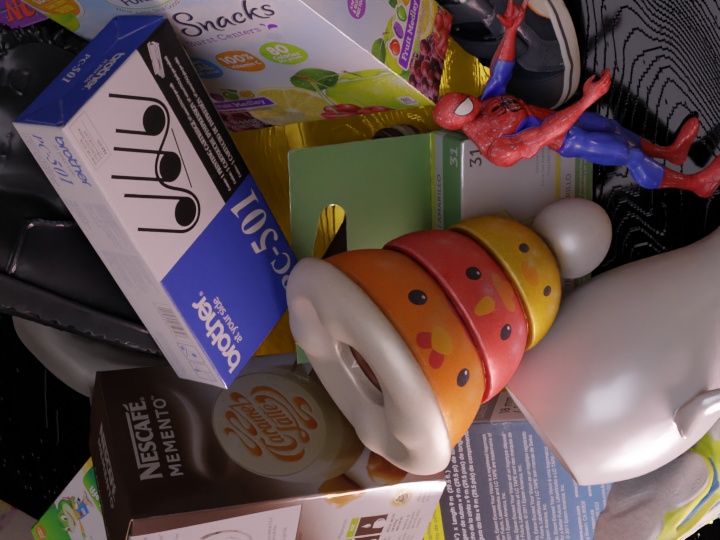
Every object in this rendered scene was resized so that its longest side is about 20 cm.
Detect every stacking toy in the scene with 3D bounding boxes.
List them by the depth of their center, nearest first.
[{"bbox_3d":[0.068,0.012,0.839,0.200,0.146,0.146,-34,101,-18],"label":"stacking toy"}]

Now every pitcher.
[{"bbox_3d":[0.200,0.053,0.858,0.200,0.172,0.121,-36,120,0],"label":"pitcher"}]

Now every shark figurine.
[{"bbox_3d":[-0.151,0.073,1.015,0.214,0.090,0.129,-8,108,17],"label":"shark figurine"}]

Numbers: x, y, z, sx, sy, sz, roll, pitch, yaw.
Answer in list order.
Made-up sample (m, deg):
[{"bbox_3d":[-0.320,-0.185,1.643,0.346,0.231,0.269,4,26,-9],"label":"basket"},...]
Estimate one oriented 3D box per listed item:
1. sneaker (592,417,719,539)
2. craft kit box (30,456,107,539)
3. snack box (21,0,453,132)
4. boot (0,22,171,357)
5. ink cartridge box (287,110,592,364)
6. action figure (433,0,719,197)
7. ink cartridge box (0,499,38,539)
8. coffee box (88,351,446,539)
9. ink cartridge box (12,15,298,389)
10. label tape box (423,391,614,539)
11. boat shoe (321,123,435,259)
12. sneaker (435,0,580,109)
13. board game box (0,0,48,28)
[{"bbox_3d":[0.239,0.140,0.924,0.105,0.076,0.200,41,79,-21],"label":"sneaker"},{"bbox_3d":[-0.132,0.211,0.986,0.198,0.048,0.200,-46,68,33],"label":"craft kit box"},{"bbox_3d":[-0.072,-0.154,0.803,0.168,0.200,0.068,-3,67,39],"label":"snack box"},{"bbox_3d":[-0.165,-0.045,0.842,0.198,0.073,0.163,21,79,-30],"label":"boot"},{"bbox_3d":[0.056,-0.018,0.899,0.199,0.048,0.146,-11,110,-27],"label":"ink cartridge box"},{"bbox_3d":[0.140,-0.104,0.848,0.199,0.065,0.099,3,124,-25],"label":"action figure"},{"bbox_3d":[-0.319,0.239,1.117,0.200,0.067,0.116,30,111,1],"label":"ink cartridge box"},{"bbox_3d":[-0.062,0.121,0.887,0.199,0.115,0.080,-5,139,-21],"label":"coffee box"},{"bbox_3d":[-0.106,-0.035,0.796,0.044,0.094,0.200,9,140,37],"label":"ink cartridge box"},{"bbox_3d":[0.099,0.162,1.002,0.199,0.063,0.145,-4,107,14],"label":"label tape box"},{"bbox_3d":[0.003,0.002,0.949,0.075,0.075,0.203,-6,113,-30],"label":"boat shoe"},{"bbox_3d":[0.068,-0.174,0.862,0.078,0.079,0.200,10,134,49],"label":"sneaker"},{"bbox_3d":[-0.207,-0.232,0.930,0.199,0.032,0.120,-12,110,30],"label":"board game box"}]
